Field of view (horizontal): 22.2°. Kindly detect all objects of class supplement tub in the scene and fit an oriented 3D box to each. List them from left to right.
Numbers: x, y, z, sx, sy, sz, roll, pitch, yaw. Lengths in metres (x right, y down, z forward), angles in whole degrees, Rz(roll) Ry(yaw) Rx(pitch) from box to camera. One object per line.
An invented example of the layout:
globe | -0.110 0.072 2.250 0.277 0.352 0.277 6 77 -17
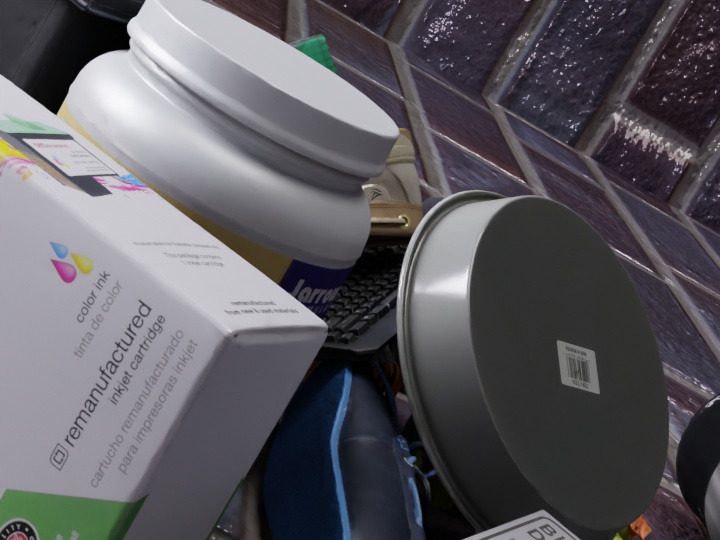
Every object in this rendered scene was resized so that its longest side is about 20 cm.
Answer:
supplement tub | -0.084 -0.004 0.799 0.144 0.201 0.146 29 13 -7

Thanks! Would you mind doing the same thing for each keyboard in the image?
keyboard | 0.000 0.000 0.987 0.126 0.021 0.200 -1 21 32

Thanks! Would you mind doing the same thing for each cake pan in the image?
cake pan | 0.095 0.051 0.936 0.199 0.037 0.202 25 55 -43

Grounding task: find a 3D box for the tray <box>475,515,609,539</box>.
tray | 0.087 0.105 0.949 0.107 0.022 0.202 20 59 -44

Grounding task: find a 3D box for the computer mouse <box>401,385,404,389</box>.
computer mouse | 0.059 0.052 1.265 0.199 0.046 0.141 27 15 -18

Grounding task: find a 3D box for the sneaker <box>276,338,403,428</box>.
sneaker | -0.009 0.053 1.048 0.077 0.078 0.200 37 12 -7

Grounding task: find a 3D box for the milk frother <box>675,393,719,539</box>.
milk frother | 0.331 0.142 1.214 0.180 0.201 0.188 32 13 -11

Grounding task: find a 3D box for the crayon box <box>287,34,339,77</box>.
crayon box | -0.081 -0.065 1.048 0.200 0.118 0.059 141 -71 -76

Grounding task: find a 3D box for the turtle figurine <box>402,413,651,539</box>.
turtle figurine | 0.106 0.132 1.031 0.160 0.065 0.200 25 14 -28

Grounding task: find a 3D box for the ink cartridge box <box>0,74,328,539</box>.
ink cartridge box | -0.135 0.026 0.692 0.199 0.146 0.084 36 14 21

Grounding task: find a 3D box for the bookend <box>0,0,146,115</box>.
bookend | -0.206 -0.093 0.874 0.198 0.201 0.092 41 16 26

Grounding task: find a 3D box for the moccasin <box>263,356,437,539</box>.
moccasin | -0.003 0.114 0.864 0.068 0.081 0.201 32 26 -18

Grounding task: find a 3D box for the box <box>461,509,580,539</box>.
box | 0.049 0.166 0.705 0.116 0.061 0.199 38 25 28

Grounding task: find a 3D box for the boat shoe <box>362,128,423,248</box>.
boat shoe | -0.050 -0.017 0.930 0.198 0.070 0.074 -18 -2 -25
